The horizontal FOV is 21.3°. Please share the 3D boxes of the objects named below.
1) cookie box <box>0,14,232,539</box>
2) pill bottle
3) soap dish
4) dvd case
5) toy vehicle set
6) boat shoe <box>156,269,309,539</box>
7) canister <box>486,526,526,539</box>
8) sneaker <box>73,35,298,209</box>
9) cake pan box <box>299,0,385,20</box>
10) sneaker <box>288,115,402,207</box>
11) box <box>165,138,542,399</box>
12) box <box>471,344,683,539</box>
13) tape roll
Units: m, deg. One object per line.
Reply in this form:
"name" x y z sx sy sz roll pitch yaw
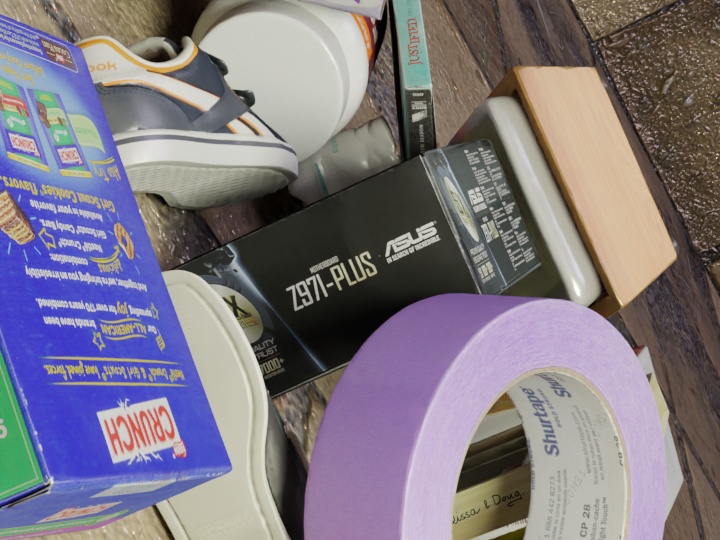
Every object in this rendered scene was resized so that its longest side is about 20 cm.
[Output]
"cookie box" -0.143 0.001 0.751 0.202 0.075 0.171 69 15 11
"pill bottle" -0.046 -0.141 1.213 0.115 0.113 0.200 61 15 -17
"soap dish" 0.122 -0.038 1.225 0.200 0.081 0.158 130 -62 -76
"dvd case" 0.037 -0.095 1.279 0.201 0.022 0.147 83 1 -48
"toy vehicle set" 0.076 0.119 1.087 0.027 0.199 0.124 66 14 -4
"boat shoe" -0.058 0.095 0.907 0.060 0.073 0.202 -34 103 -75
"canister" 0.094 0.251 1.055 0.202 0.147 0.086 69 15 5
"sneaker" -0.094 -0.081 1.034 0.200 0.078 0.080 10 63 -70
"cake pan box" -0.067 -0.225 1.174 0.200 0.182 0.053 -83 -174 -62
"sneaker" -0.004 -0.010 1.268 0.071 0.080 0.202 -112 -171 -52
"box" 0.000 0.000 1.073 0.087 0.163 0.200 66 16 0
"box" 0.130 0.131 1.324 0.200 0.151 0.107 -20 94 -75
"tape roll" 0.065 0.113 0.919 0.199 0.065 0.202 -4 95 -47
